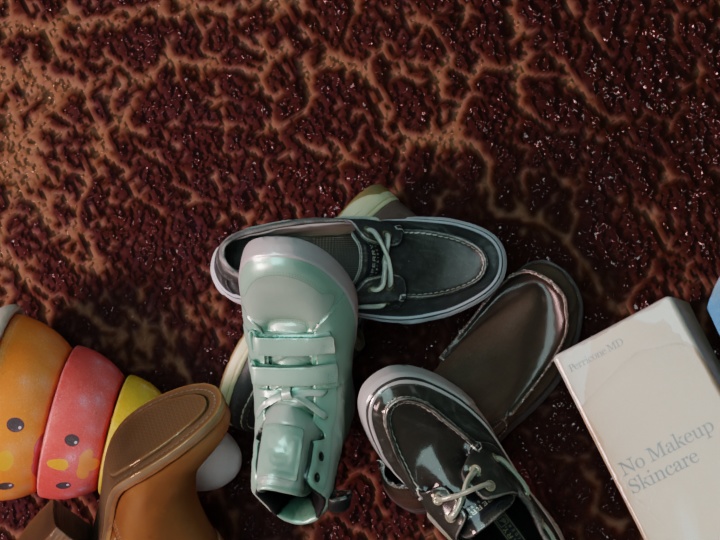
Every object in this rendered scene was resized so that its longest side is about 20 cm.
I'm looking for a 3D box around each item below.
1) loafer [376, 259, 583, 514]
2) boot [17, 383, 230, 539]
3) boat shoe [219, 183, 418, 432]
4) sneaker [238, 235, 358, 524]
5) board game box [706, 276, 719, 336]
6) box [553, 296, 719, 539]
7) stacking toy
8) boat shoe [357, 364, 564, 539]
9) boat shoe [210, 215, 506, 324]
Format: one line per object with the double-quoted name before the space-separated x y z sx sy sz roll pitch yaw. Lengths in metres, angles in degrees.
"loafer" 0.081 0.082 1.398 0.073 0.071 0.200 34 95 16
"boot" -0.121 0.177 1.417 0.200 0.074 0.155 -41 117 20
"boat shoe" -0.025 0.035 1.434 0.065 0.073 0.200 36 96 22
"sneaker" -0.040 0.077 1.329 0.074 0.201 0.118 -1 46 11
"board game box" 0.326 0.053 1.347 0.158 0.039 0.200 -25 81 7
"box" 0.215 0.125 1.350 0.095 0.078 0.200 -30 77 13
"stacking toy" -0.181 0.112 1.462 0.200 0.146 0.146 11 88 1
"boat shoe" 0.075 0.143 1.351 0.071 0.064 0.200 -41 107 6
"boat shoe" 0.000 0.000 1.371 0.199 0.071 0.072 -4 84 -3
